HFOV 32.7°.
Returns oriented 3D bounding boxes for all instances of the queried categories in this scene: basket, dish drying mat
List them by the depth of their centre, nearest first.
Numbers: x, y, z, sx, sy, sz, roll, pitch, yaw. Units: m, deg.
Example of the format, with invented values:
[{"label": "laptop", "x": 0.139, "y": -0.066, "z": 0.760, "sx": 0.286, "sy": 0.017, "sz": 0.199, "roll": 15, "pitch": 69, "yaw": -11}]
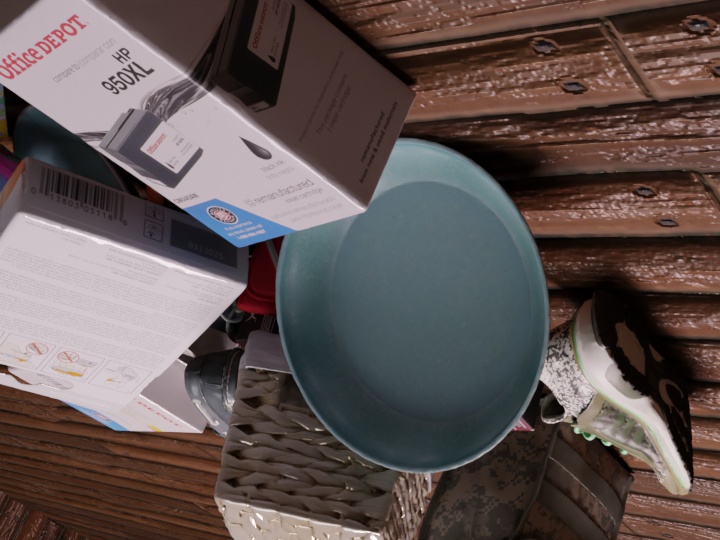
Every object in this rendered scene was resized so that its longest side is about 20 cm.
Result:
[{"label": "dish drying mat", "x": 0.000, "y": 0.000, "z": 0.832, "sx": 0.198, "sy": 0.078, "sz": 0.018, "roll": 3, "pitch": 153, "yaw": 39}, {"label": "basket", "x": -0.023, "y": 0.151, "z": 0.885, "sx": 0.134, "sy": 0.125, "sz": 0.201, "roll": 10, "pitch": 150, "yaw": 11}]

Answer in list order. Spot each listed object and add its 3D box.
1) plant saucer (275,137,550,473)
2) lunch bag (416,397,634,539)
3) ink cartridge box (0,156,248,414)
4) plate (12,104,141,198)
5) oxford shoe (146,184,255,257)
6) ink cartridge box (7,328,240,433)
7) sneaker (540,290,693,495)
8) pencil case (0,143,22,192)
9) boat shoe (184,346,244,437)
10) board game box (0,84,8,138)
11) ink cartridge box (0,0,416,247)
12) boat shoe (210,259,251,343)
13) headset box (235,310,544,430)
[{"label": "plant saucer", "x": 0.034, "y": 0.020, "z": 0.753, "sx": 0.198, "sy": 0.203, "sz": 0.036, "roll": 6, "pitch": -172, "yaw": 36}, {"label": "lunch bag", "x": 0.138, "y": 0.228, "z": 1.047, "sx": 0.117, "sy": 0.202, "sz": 0.164, "roll": 3, "pitch": 150, "yaw": 41}, {"label": "ink cartridge box", "x": -0.190, "y": 0.020, "z": 0.831, "sx": 0.161, "sy": 0.051, "sz": 0.200, "roll": 20, "pitch": 141, "yaw": -29}, {"label": "plate", "x": -0.197, "y": -0.033, "z": 0.921, "sx": 0.199, "sy": 0.025, "sz": 0.202, "roll": 34, "pitch": 139, "yaw": 36}, {"label": "oxford shoe", "x": -0.106, "y": -0.060, "z": 0.841, "sx": 0.072, "sy": 0.072, "sz": 0.200, "roll": -1, "pitch": 158, "yaw": -2}, {"label": "ink cartridge box", "x": -0.199, "y": 0.061, "z": 1.095, "sx": 0.128, "sy": 0.126, "sz": 0.199, "roll": 36, "pitch": 154, "yaw": -30}, {"label": "sneaker", "x": 0.173, "y": 0.092, "z": 0.855, "sx": 0.088, "sy": 0.078, "sz": 0.200, "roll": -15, "pitch": 132, "yaw": 30}, {"label": "pencil case", "x": -0.264, "y": -0.045, "z": 0.905, "sx": 0.199, "sy": 0.089, "sz": 0.089, "roll": 34, "pitch": 167, "yaw": 33}, {"label": "boat shoe", "x": -0.098, "y": 0.108, "z": 1.018, "sx": 0.061, "sy": 0.074, "sz": 0.200, "roll": 4, "pitch": 162, "yaw": 7}, {"label": "board game box", "x": -0.337, "y": -0.099, "z": 0.811, "sx": 0.198, "sy": 0.035, "sz": 0.134, "roll": -18, "pitch": 173, "yaw": -17}, {"label": "ink cartridge box", "x": -0.094, "y": -0.107, "z": 0.674, "sx": 0.199, "sy": 0.085, "sz": 0.144, "roll": 35, "pitch": 154, "yaw": -26}, {"label": "boat shoe", "x": -0.088, "y": 0.026, "z": 0.981, "sx": 0.199, "sy": 0.076, "sz": 0.062, "roll": 35, "pitch": 157, "yaw": -29}, {"label": "headset box", "x": 0.034, "y": 0.052, "z": 0.890, "sx": 0.198, "sy": 0.076, "sz": 0.149, "roll": -5, "pitch": 144, "yaw": 34}]
